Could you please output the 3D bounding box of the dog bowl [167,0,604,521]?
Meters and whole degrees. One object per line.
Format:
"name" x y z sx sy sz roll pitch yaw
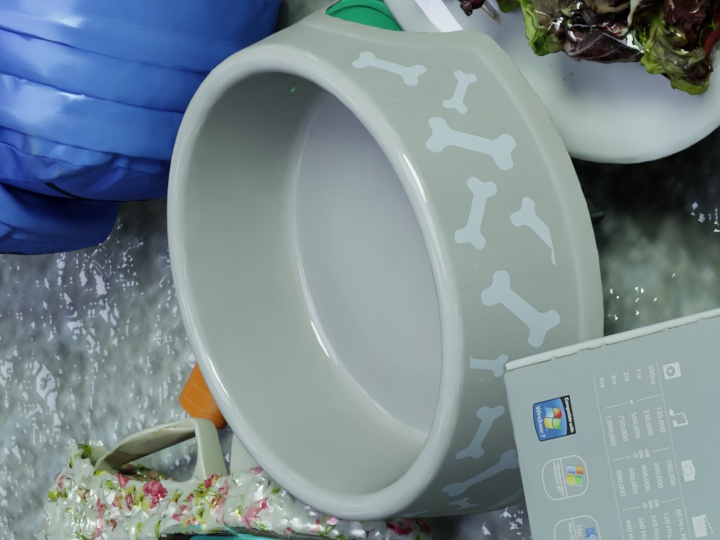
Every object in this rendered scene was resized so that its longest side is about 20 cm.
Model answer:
"dog bowl" 0.000 0.000 0.868 0.200 0.059 0.200 26 124 47

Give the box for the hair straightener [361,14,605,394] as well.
"hair straightener" 0.051 -0.028 0.901 0.077 0.041 0.200 39 114 35

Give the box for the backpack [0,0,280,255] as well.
"backpack" -0.136 -0.089 1.001 0.200 0.162 0.168 12 100 26

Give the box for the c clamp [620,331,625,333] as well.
"c clamp" 0.064 0.147 0.895 0.200 0.027 0.171 -34 77 19

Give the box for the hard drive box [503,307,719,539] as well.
"hard drive box" 0.172 0.046 0.747 0.200 0.156 0.077 -18 77 37

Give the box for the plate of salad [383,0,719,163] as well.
"plate of salad" 0.053 -0.123 0.805 0.200 0.048 0.200 30 137 33

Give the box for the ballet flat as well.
"ballet flat" -0.058 0.091 0.980 0.200 0.076 0.064 -6 76 36

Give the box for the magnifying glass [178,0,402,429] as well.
"magnifying glass" -0.025 -0.021 0.985 0.080 0.022 0.200 43 115 34
